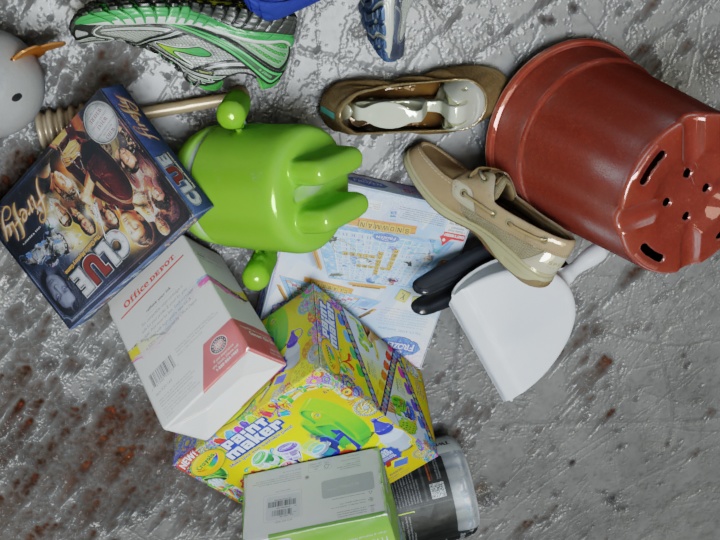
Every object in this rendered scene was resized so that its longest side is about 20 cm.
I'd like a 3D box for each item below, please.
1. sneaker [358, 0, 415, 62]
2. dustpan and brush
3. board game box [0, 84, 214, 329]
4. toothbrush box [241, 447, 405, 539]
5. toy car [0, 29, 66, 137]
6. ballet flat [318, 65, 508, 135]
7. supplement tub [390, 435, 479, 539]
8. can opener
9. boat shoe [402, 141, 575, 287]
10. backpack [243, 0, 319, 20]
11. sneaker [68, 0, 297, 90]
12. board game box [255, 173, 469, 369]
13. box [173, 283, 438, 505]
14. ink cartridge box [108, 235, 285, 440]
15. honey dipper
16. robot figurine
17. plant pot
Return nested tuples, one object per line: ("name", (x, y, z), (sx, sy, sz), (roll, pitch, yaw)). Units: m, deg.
("sneaker", (0.048, -0.289, 0.756), (0.084, 0.077, 0.201), (-4, 117, -15))
("dustpan and brush", (0.195, 0.025, 0.872), (0.199, 0.057, 0.140), (-32, 107, -3))
("board game box", (-0.244, -0.053, 0.765), (0.200, 0.035, 0.136), (-37, 92, 28))
("toothbrush box", (-0.028, 0.292, 0.870), (0.144, 0.086, 0.201), (-12, 129, 3))
("toy car", (-0.337, -0.144, 0.700), (0.200, 0.177, 0.185), (-38, 106, -7))
("ballet flat", (0.060, -0.162, 0.821), (0.198, 0.072, 0.068), (-4, 116, -11))
("supplement tub", (0.033, 0.280, 1.005), (0.198, 0.123, 0.123), (-12, 118, -6))
("can opener", (0.136, -0.003, 0.893), (0.199, 0.079, 0.064), (-15, 122, -29))
("boat shoe", (0.127, -0.071, 0.829), (0.071, 0.200, 0.065), (-23, 150, -50))
("backpack", (-0.071, -0.296, 0.631), (0.162, 0.200, 0.169), (-31, 90, 2))
("sneaker", (-0.158, -0.203, 0.750), (0.198, 0.078, 0.086), (3, 116, -14))
("board game box", (0.000, 0.000, 0.905), (0.198, 0.041, 0.201), (11, 113, -16))
("box", (-0.059, 0.154, 0.891), (0.199, 0.122, 0.192), (-35, 126, 21))
("ink cartridge box", (-0.173, 0.051, 0.832), (0.116, 0.200, 0.067), (-43, 146, 10))
("honey dipper", (-0.203, -0.148, 0.792), (0.198, 0.038, 0.038), (-10, 118, -10))
("robot figurine", (-0.092, -0.078, 0.776), (0.199, 0.116, 0.177), (7, 116, 34))
("plant pot", (0.254, -0.104, 0.806), (0.199, 0.195, 0.202), (-9, 117, -18))
